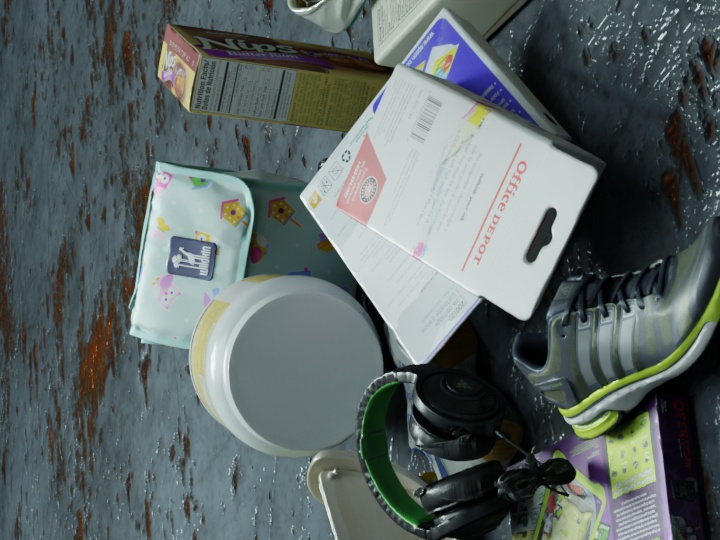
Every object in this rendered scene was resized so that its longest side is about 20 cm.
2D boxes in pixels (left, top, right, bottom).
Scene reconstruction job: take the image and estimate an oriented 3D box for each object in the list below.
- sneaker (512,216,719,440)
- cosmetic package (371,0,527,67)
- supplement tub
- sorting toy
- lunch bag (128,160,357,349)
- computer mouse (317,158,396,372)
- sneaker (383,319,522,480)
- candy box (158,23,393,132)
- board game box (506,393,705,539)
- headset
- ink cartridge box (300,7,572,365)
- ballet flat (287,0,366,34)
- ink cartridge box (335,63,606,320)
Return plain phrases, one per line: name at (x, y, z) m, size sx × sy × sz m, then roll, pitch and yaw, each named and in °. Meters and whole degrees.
sneaker at (0.160, 0.030, 0.985) m, size 0.200 × 0.081 × 0.074 m, roll -52°, pitch 7°, yaw 44°
cosmetic package at (0.081, -0.244, 1.274) m, size 0.200 × 0.073 × 0.104 m, roll 142°, pitch 131°, yaw -60°
supplement tub at (-0.061, 0.076, 1.335) m, size 0.200 × 0.145 × 0.146 m, roll -176°, pitch 92°, yaw -78°
sorting toy at (0.023, 0.263, 1.276) m, size 0.180 × 0.106 × 0.201 m, roll 110°, pitch 148°, yaw -54°
lunch bag at (-0.106, -0.008, 1.487) m, size 0.122 × 0.199 × 0.171 m, roll -154°, pitch 72°, yaw -71°
computer mouse at (0.000, 0.000, 1.370) m, size 0.201 × 0.034 × 0.059 m, roll 67°, pitch 158°, yaw 10°
sneaker at (0.055, 0.097, 1.255) m, size 0.200 × 0.075 × 0.088 m, roll -113°, pitch 36°, yaw -49°
candy box at (-0.069, -0.169, 1.445) m, size 0.117 × 0.199 × 0.057 m, roll -132°, pitch 53°, yaw -60°
board game box at (0.156, 0.165, 1.063) m, size 0.200 × 0.032 × 0.121 m, roll 140°, pitch 135°, yaw -59°
headset at (0.062, 0.132, 1.119) m, size 0.200 × 0.094 × 0.124 m, roll 1°, pitch 102°, yaw 47°
ink cartridge box at (0.063, -0.058, 1.212) m, size 0.198 × 0.043 × 0.200 m, roll -51°, pitch 52°, yaw 22°
ballet flat at (-0.005, -0.262, 1.306) m, size 0.200 × 0.069 × 0.070 m, roll 130°, pitch 140°, yaw -51°
ink cartridge box at (0.086, -0.051, 1.117) m, size 0.200 × 0.067 × 0.117 m, roll 34°, pitch 105°, yaw 41°
